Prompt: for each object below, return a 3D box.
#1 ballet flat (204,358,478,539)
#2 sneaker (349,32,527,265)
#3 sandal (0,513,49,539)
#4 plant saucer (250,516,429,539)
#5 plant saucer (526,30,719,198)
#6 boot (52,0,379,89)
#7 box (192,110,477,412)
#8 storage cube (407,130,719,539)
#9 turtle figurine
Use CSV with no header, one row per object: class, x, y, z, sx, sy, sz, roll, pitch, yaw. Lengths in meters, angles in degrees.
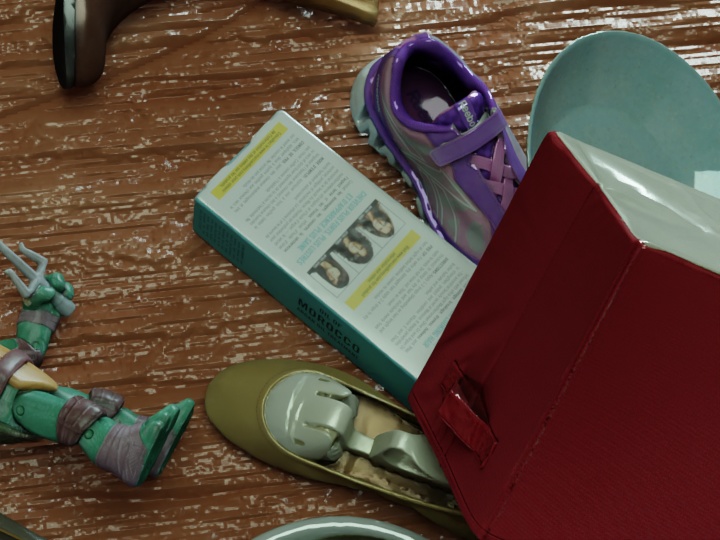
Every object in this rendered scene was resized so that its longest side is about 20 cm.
ballet flat,0.006,0.094,1.378,0.199,0.063,0.069,20,72,3
sneaker,0.068,-0.063,1.441,0.080,0.089,0.200,-32,76,-20
sandal,-0.230,0.134,1.331,0.199,0.082,0.055,24,43,-1
plant saucer,-0.010,0.239,1.322,0.199,0.050,0.201,2,67,-5
plant saucer,0.162,-0.043,1.438,0.200,0.039,0.202,15,66,-37
boot,-0.087,-0.180,1.501,0.199,0.069,0.189,13,58,-9
box,0.000,0.000,1.426,0.200,0.049,0.082,40,69,11
storage cube,0.154,0.057,1.290,0.199,0.171,0.180,22,107,-20
turtle figurine,-0.197,0.053,1.350,0.199,0.150,0.101,28,111,4
